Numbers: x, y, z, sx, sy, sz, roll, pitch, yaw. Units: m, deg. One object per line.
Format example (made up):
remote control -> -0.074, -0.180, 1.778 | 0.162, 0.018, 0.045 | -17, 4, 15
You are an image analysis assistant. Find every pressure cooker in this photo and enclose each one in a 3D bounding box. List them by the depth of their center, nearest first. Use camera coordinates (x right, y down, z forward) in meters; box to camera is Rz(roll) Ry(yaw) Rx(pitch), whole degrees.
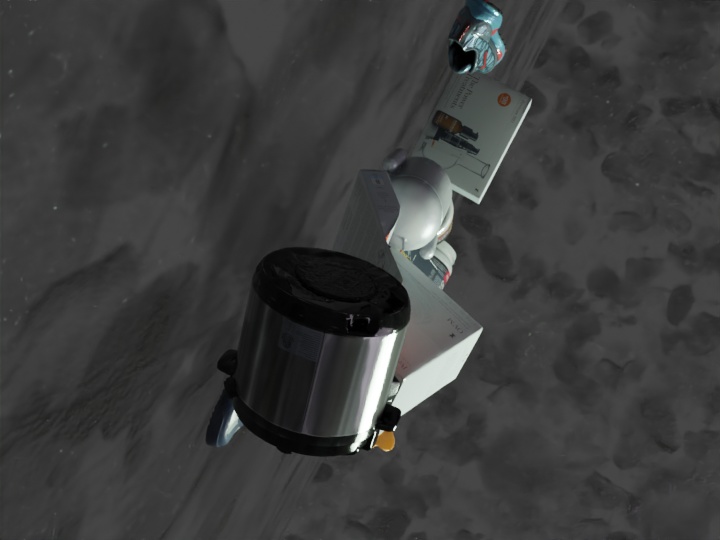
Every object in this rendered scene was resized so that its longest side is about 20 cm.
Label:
pressure cooker -> -0.050, 0.096, 0.849 | 0.176, 0.175, 0.204 | -1, 115, -36

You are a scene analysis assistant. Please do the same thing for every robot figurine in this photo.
robot figurine -> 0.079, -0.105, 1.248 | 0.111, 0.172, 0.201 | -20, -161, 25

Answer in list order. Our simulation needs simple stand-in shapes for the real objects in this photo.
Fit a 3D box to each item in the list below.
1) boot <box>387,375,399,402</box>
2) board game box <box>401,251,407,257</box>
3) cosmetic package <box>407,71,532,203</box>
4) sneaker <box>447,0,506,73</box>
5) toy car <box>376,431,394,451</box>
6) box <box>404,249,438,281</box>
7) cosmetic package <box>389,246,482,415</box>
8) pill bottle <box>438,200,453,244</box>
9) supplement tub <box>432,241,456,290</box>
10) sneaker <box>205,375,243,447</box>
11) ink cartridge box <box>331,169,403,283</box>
boot -> -0.039, 0.145, 1.067 | 0.065, 0.200, 0.168 | -10, 130, -36
board game box -> 0.036, 0.064, 1.425 | 0.202, 0.023, 0.105 | -55, 128, -22
cosmetic package -> 0.195, -0.246, 1.439 | 0.203, 0.149, 0.052 | -62, 173, -1
sneaker -> 0.167, -0.347, 1.247 | 0.096, 0.079, 0.200 | -52, 164, 0
toy car -> -0.028, 0.219, 1.289 | 0.176, 0.199, 0.187 | -25, 149, -50
box -> 0.049, 0.030, 1.482 | 0.158, 0.050, 0.202 | 47, 64, -36
cosmetic package -> 0.037, 0.094, 1.192 | 0.198, 0.199, 0.124 | -25, 149, -43
pill bottle -> 0.131, -0.109, 1.626 | 0.118, 0.115, 0.200 | -61, 172, -1
supplement tub -> 0.168, 0.016, 2.225 | 0.202, 0.138, 0.141 | -58, 172, -21
sneaker -> -0.111, 0.136, 0.982 | 0.202, 0.081, 0.070 | -59, 172, -21
ink cartridge box -> 0.020, -0.008, 1.071 | 0.162, 0.046, 0.202 | 113, -31, -42
